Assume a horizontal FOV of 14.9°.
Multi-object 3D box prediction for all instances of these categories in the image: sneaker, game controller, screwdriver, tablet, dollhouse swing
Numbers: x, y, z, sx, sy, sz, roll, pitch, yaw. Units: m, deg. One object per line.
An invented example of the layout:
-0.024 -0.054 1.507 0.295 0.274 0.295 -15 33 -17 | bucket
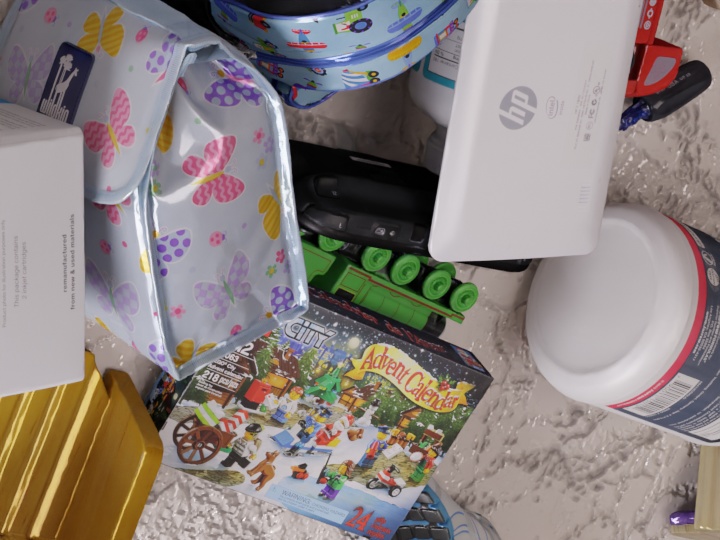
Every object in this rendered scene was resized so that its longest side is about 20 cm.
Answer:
0.056 0.187 1.911 0.200 0.075 0.087 62 35 -31 | sneaker
0.019 -0.042 1.736 0.200 0.104 0.042 11 108 -41 | game controller
0.165 -0.090 1.883 0.200 0.028 0.029 -35 100 -25 | screwdriver
0.111 -0.102 1.696 0.130 0.014 0.200 -3 111 -32 | tablet
-0.196 0.147 1.602 0.200 0.176 0.182 16 100 -41 | dollhouse swing

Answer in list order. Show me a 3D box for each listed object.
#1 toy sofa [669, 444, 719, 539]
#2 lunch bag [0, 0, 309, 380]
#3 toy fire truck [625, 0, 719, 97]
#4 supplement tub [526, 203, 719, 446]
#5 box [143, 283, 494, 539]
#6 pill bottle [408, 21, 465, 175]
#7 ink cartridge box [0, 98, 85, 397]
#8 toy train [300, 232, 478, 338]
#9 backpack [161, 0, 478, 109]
0.329 0.177 2.120 0.200 0.098 0.083 20 72 -43 | toy sofa
-0.129 -0.066 1.559 0.127 0.170 0.200 -25 127 -31 | lunch bag
0.223 -0.213 1.860 0.141 0.049 0.200 0 109 -39 | toy fire truck
0.225 0.043 1.919 0.200 0.140 0.140 21 96 -43 | supplement tub
-0.031 0.085 1.761 0.200 0.038 0.137 23 107 -33 | box
0.093 -0.155 1.740 0.111 0.111 0.200 -2 112 -39 | pill bottle
-0.270 -0.009 1.478 0.200 0.147 0.146 -11 110 -35 | ink cartridge box
0.000 0.000 1.786 0.200 0.042 0.056 26 103 -43 | toy train
-0.008 -0.176 1.586 0.183 0.200 0.135 -40 130 -19 | backpack
